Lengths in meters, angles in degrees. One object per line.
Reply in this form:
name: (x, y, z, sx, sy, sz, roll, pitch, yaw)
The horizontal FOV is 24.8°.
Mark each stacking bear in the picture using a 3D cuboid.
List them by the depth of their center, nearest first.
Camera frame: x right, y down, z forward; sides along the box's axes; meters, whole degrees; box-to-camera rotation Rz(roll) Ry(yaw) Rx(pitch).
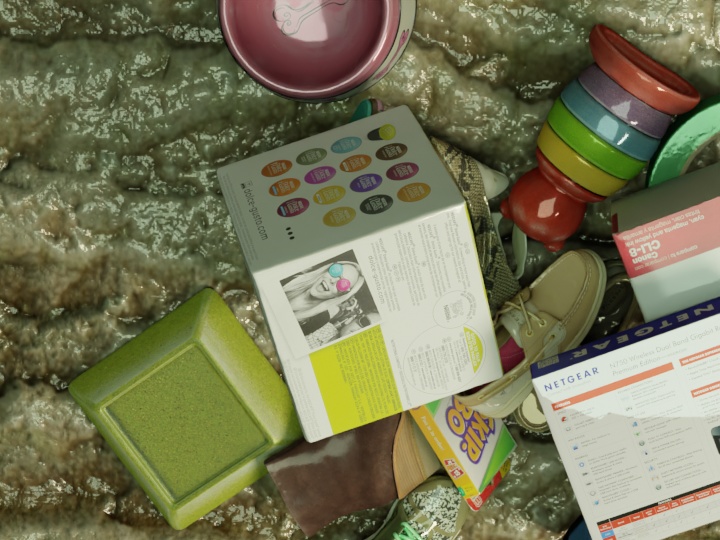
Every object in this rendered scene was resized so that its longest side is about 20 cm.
stacking bear: (0.215, -0.114, 1.557, 0.121, 0.114, 0.200, 34, 110, -2)

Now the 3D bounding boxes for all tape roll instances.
tape roll: (0.375, -0.072, 1.576, 0.200, 0.048, 0.201, 2, 105, 7)

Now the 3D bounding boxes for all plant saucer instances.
plant saucer: (-0.178, 0.154, 1.700, 0.199, 0.048, 0.200, -34, 98, 14)

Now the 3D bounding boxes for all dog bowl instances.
dog bowl: (-0.048, -0.254, 1.567, 0.199, 0.074, 0.201, 2, 105, 6)

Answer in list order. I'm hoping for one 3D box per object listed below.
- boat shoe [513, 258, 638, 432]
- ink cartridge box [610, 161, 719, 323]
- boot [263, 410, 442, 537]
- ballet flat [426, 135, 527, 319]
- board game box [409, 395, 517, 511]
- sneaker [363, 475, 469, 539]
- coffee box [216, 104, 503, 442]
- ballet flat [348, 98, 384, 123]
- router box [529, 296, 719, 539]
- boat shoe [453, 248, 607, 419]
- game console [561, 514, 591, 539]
boat shoe: (0.214, 0.080, 1.625, 0.072, 0.065, 0.200, 33, 106, -2)
ink cartridge box: (0.330, 0.017, 1.504, 0.144, 0.145, 0.200, -21, 101, 12)
boot: (-0.023, 0.161, 1.659, 0.166, 0.072, 0.200, -25, 108, -1)
ballet flat: (0.120, -0.051, 1.611, 0.075, 0.068, 0.200, -23, 107, -10)
board game box: (0.090, 0.135, 1.639, 0.030, 0.096, 0.200, -22, 103, 38)
sneaker: (0.037, 0.295, 1.689, 0.077, 0.089, 0.200, 42, 105, -5)
coffee box: (0.000, 0.000, 1.510, 0.197, 0.200, 0.200, -19, 124, -4)
ballet flat: (-0.007, -0.075, 1.618, 0.071, 0.069, 0.200, 22, 111, -18)
router box: (0.272, 0.136, 1.435, 0.199, 0.049, 0.180, -20, 101, 8)
boat shoe: (0.162, 0.061, 1.591, 0.200, 0.069, 0.074, -56, 48, 16)
game console: (0.224, 0.208, 1.586, 0.116, 0.200, 0.176, -18, 102, 10)
